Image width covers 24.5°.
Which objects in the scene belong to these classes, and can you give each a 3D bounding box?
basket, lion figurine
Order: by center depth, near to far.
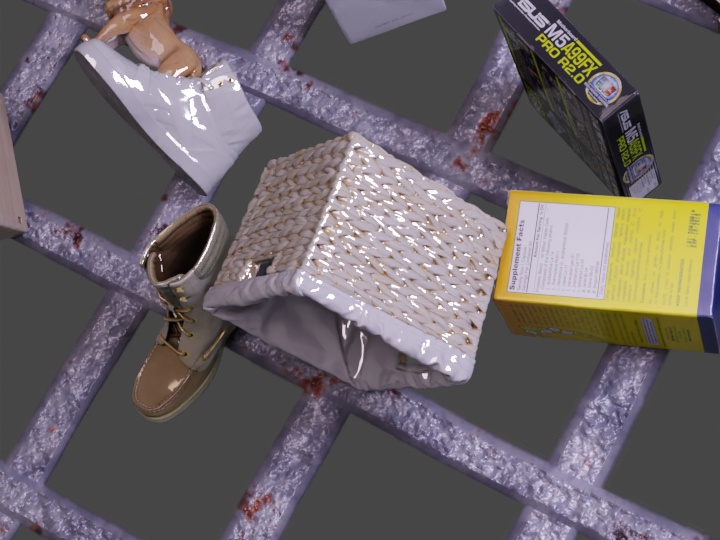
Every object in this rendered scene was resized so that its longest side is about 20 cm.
[{"bbox_3d":[0.000,0.000,1.506,0.198,0.199,0.162,-11,53,60],"label":"basket"},{"bbox_3d":[-0.221,-0.242,1.778,0.122,0.073,0.200,-35,78,-7],"label":"lion figurine"}]

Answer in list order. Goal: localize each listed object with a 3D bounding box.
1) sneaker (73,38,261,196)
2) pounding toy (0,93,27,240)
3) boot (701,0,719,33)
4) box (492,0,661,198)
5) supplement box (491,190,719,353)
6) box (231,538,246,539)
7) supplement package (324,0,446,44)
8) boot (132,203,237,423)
[{"bbox_3d":[-0.191,-0.186,1.698,0.116,0.200,0.074,-47,20,-9],"label":"sneaker"},{"bbox_3d":[-0.471,-0.108,1.773,0.199,0.142,0.186,-14,81,14],"label":"pounding toy"},{"bbox_3d":[0.408,-0.325,1.603,0.199,0.064,0.187,-34,85,6],"label":"boot"},{"bbox_3d":[0.203,-0.160,1.536,0.044,0.200,0.160,-38,63,-1],"label":"box"},{"bbox_3d":[0.232,0.001,1.517,0.198,0.110,0.110,5,71,18],"label":"supplement box"},{"bbox_3d":[-0.178,0.355,1.542,0.199,0.044,0.161,-18,66,10],"label":"box"},{"bbox_3d":[0.002,-0.360,1.723,0.113,0.110,0.201,-19,65,9],"label":"supplement package"},{"bbox_3d":[-0.175,0.041,1.599,0.072,0.155,0.201,31,81,25],"label":"boot"}]
